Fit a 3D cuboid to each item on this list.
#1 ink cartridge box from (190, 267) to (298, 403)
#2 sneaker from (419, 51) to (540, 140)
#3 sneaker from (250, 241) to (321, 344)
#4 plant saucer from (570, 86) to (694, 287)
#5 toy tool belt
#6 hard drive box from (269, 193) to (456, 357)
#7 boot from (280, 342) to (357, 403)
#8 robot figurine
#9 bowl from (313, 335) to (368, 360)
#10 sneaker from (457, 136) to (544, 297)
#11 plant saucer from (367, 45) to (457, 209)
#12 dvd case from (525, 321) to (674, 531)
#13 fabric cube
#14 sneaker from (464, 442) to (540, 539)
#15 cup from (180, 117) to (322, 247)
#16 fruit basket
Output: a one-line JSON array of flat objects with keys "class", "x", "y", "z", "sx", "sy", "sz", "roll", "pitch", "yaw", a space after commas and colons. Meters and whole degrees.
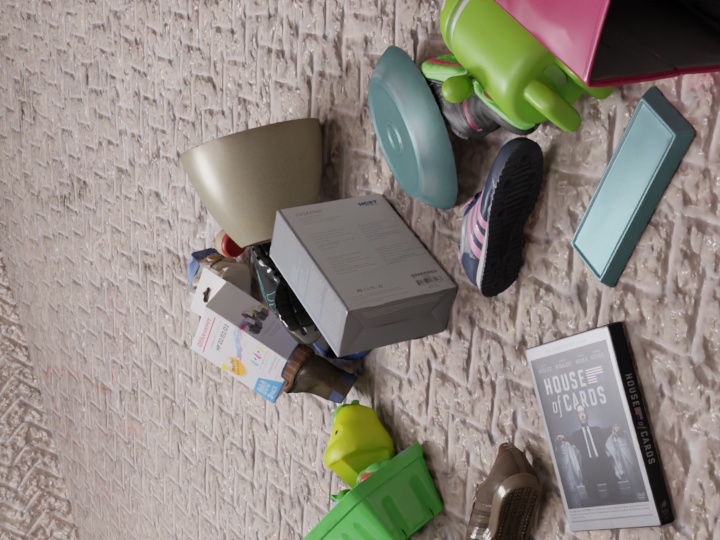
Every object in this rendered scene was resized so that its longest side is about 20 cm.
[{"class": "ink cartridge box", "x": -0.185, "y": 0.099, "z": 1.889, "sx": 0.199, "sy": 0.068, "sz": 0.116, "roll": 33, "pitch": 137, "yaw": 7}, {"class": "sneaker", "x": 0.137, "y": -0.179, "z": 1.326, "sx": 0.200, "sy": 0.076, "sz": 0.085, "roll": 39, "pitch": 148, "yaw": 56}, {"class": "sneaker", "x": -0.097, "y": 0.035, "z": 1.747, "sx": 0.080, "sy": 0.075, "sz": 0.201, "roll": 91, "pitch": 160, "yaw": -47}, {"class": "plant saucer", "x": 0.254, "y": -0.075, "z": 1.185, "sx": 0.070, "sy": 0.019, "sz": 0.201, "roll": 57, "pitch": 144, "yaw": 35}, {"class": "toy tool belt", "x": -0.235, "y": 0.015, "z": 2.008, "sx": 0.122, "sy": 0.124, "sz": 0.202, "roll": 24, "pitch": 120, "yaw": 47}, {"class": "hard drive box", "x": 0.000, "y": 0.000, "z": 1.533, "sx": 0.200, "sy": 0.154, "sz": 0.077, "roll": 54, "pitch": 144, "yaw": 40}, {"class": "boot", "x": -0.055, "y": 0.163, "z": 1.764, "sx": 0.096, "sy": 0.075, "sz": 0.200, "roll": 31, "pitch": 173, "yaw": 9}, {"class": "robot figurine", "x": 0.155, "y": -0.225, "z": 1.206, "sx": 0.176, "sy": 0.115, "sz": 0.201, "roll": -47, "pitch": 57, "yaw": 17}, {"class": "bowl", "x": -0.038, "y": 0.028, "z": 1.732, "sx": 0.200, "sy": 0.039, "sz": 0.203, "roll": 30, "pitch": 125, "yaw": 55}, {"class": "sneaker", "x": 0.140, "y": -0.069, "z": 1.335, "sx": 0.082, "sy": 0.070, "sz": 0.201, "roll": 51, "pitch": 143, "yaw": 40}, {"class": "plant saucer", "x": 0.053, "y": -0.159, "z": 1.441, "sx": 0.200, "sy": 0.036, "sz": 0.202, "roll": 157, "pitch": 90, "yaw": -78}, {"class": "dvd case", "x": 0.243, "y": 0.165, "z": 1.276, "sx": 0.150, "sy": 0.025, "sz": 0.202, "roll": -26, "pitch": 76, "yaw": 60}, {"class": "fabric cube", "x": 0.223, "y": -0.288, "z": 0.983, "sx": 0.200, "sy": 0.198, "sz": 0.198, "roll": 53, "pitch": 143, "yaw": 40}, {"class": "sneaker", "x": 0.161, "y": 0.286, "z": 1.443, "sx": 0.076, "sy": 0.070, "sz": 0.201, "roll": -103, "pitch": 25, "yaw": -48}, {"class": "cup", "x": -0.135, "y": -0.113, "z": 1.705, "sx": 0.200, "sy": 0.199, "sz": 0.145, "roll": -15, "pitch": 90, "yaw": 61}, {"class": "fruit basket", "x": -0.001, "y": 0.281, "z": 1.654, "sx": 0.215, "sy": 0.155, "sz": 0.217, "roll": 31, "pitch": 136, "yaw": 36}]
